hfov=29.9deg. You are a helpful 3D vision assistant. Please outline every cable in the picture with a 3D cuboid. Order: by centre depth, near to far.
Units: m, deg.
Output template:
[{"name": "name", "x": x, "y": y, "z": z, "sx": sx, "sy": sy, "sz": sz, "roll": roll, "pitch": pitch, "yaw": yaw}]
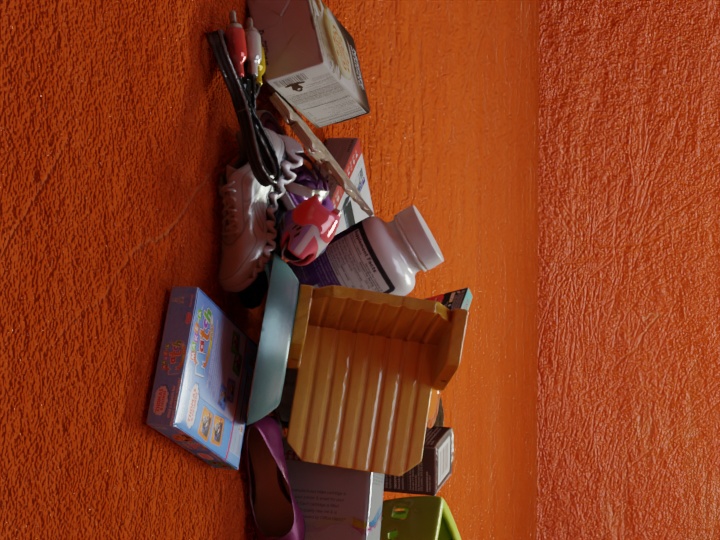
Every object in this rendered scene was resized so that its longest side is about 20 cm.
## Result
[{"name": "cable", "x": -0.123, "y": -0.197, "z": 1.512, "sx": 0.097, "sy": 0.050, "sz": 0.201, "roll": 33, "pitch": 38, "yaw": -66}]

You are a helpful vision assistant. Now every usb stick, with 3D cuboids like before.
[{"name": "usb stick", "x": -0.111, "y": -0.034, "z": 1.674, "sx": 0.200, "sy": 0.032, "sz": 0.056, "roll": -70, "pitch": 162, "yaw": -46}]

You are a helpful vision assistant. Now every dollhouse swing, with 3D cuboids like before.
[{"name": "dollhouse swing", "x": 0.008, "y": 0.136, "z": 1.605, "sx": 0.182, "sy": 0.199, "sz": 0.177, "roll": 109, "pitch": -10, "yaw": -70}]

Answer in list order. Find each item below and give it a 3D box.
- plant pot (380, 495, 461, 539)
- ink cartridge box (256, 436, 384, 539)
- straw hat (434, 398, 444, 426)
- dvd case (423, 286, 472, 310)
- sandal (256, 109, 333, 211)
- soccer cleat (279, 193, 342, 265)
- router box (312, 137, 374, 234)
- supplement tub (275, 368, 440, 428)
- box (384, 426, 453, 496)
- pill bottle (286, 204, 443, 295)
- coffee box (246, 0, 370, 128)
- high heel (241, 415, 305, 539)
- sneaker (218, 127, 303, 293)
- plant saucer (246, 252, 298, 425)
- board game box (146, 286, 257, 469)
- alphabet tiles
[{"name": "plant pot", "x": 0.036, "y": 0.446, "z": 1.943, "sx": 0.200, "sy": 0.181, "sz": 0.200, "roll": 67, "pitch": 29, "yaw": -53}, {"name": "ink cartridge box", "x": -0.050, "y": 0.317, "z": 1.709, "sx": 0.083, "sy": 0.145, "sz": 0.201, "roll": 39, "pitch": 55, "yaw": -70}, {"name": "straw hat", "x": 0.018, "y": 0.207, "z": 1.935, "sx": 0.085, "sy": 0.200, "sz": 0.202, "roll": 24, "pitch": 66, "yaw": -48}, {"name": "dvd case", "x": 0.059, "y": 0.095, "z": 1.967, "sx": 0.022, "sy": 0.199, "sz": 0.146, "roll": 61, "pitch": 29, "yaw": -25}, {"name": "sandal", "x": -0.075, "y": -0.118, "z": 1.680, "sx": 0.203, "sy": 0.050, "sz": 0.083, "roll": 51, "pitch": 38, "yaw": -41}, {"name": "soccer cleat", "x": -0.072, "y": -0.035, "z": 1.583, "sx": 0.077, "sy": 0.067, "sz": 0.200, "roll": -53, "pitch": -176, "yaw": -15}, {"name": "router box", "x": -0.034, "y": -0.058, "z": 1.895, "sx": 0.200, "sy": 0.049, "sz": 0.180, "roll": -70, "pitch": 155, "yaw": -47}, {"name": "supplement tub", "x": -0.003, "y": 0.152, "z": 1.757, "sx": 0.123, "sy": 0.199, "sz": 0.123, "roll": 1, "pitch": 90, "yaw": -74}, {"name": "box", "x": 0.019, "y": 0.252, "z": 1.837, "sx": 0.100, "sy": 0.199, "sz": 0.075, "roll": -28, "pitch": 120, "yaw": -70}, {"name": "pill bottle", "x": 0.000, "y": 0.000, "z": 1.716, "sx": 0.112, "sy": 0.199, "sz": 0.111, "roll": 60, "pitch": 7, "yaw": -13}, {"name": "coffee box", "x": -0.062, "y": -0.266, "z": 1.687, "sx": 0.200, "sy": 0.079, "sz": 0.115, "roll": 32, "pitch": 44, "yaw": -71}, {"name": "high heel", "x": -0.114, "y": 0.275, "z": 1.633, "sx": 0.096, "sy": 0.067, "sz": 0.201, "roll": 16, "pitch": 63, "yaw": -79}, {"name": "sneaker", "x": -0.134, "y": -0.073, "z": 1.555, "sx": 0.081, "sy": 0.075, "sz": 0.201, "roll": 28, "pitch": 70, "yaw": -39}, {"name": "plant saucer", "x": -0.099, "y": 0.081, "z": 1.555, "sx": 0.200, "sy": 0.036, "sz": 0.201, "roll": -170, "pitch": -90, "yaw": -87}, {"name": "board game box", "x": -0.169, "y": 0.122, "z": 1.485, "sx": 0.200, "sy": 0.036, "sz": 0.152, "roll": 57, "pitch": 38, "yaw": -65}, {"name": "alphabet tiles", "x": -0.055, "y": -0.152, "z": 1.683, "sx": 0.196, "sy": 0.015, "sz": 0.200, "roll": 53, "pitch": 4, "yaw": 21}]
